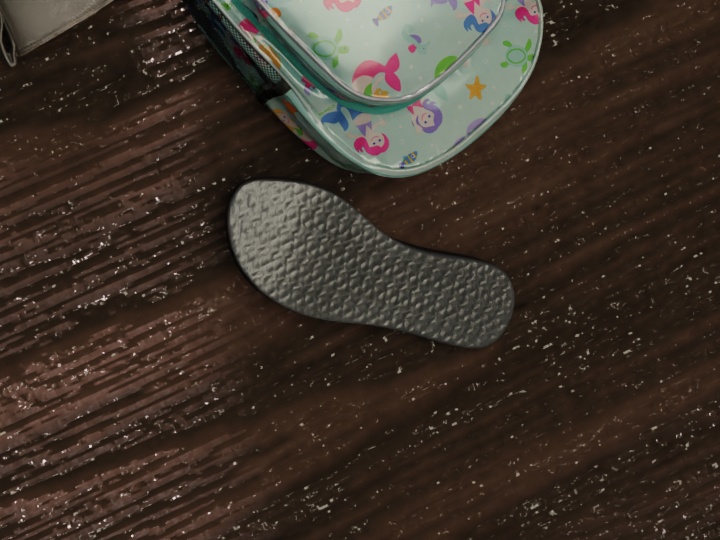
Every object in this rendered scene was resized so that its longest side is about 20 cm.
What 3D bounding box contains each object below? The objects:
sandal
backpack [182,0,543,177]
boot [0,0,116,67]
[{"bbox_3d":[0.000,0.001,1.444,0.199,0.043,0.077,23,91,-23],"label":"sandal"},{"bbox_3d":[0.010,-0.158,1.393,0.177,0.150,0.200,-41,105,-9],"label":"backpack"},{"bbox_3d":[-0.177,-0.241,1.390,0.200,0.069,0.175,-39,104,-7],"label":"boot"}]
